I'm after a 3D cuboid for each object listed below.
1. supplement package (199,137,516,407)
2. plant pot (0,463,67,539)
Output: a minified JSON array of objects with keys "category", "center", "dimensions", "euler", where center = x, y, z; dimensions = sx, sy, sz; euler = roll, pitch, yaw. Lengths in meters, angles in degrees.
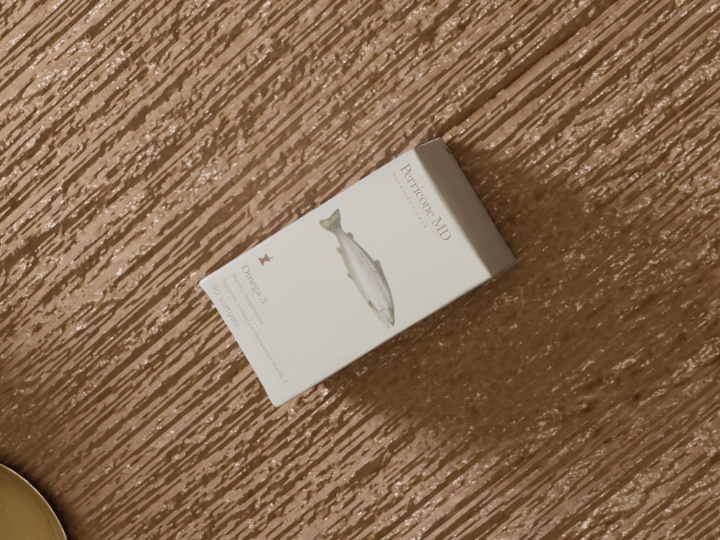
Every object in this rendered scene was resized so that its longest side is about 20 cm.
[{"category":"supplement package","center":[0.000,0.000,1.759],"dimensions":[0.200,0.117,0.117],"euler":[-32,88,15]},{"category":"plant pot","center":[-0.330,0.248,1.919],"dimensions":[0.200,0.027,0.200],"euler":[2,98,14]}]
